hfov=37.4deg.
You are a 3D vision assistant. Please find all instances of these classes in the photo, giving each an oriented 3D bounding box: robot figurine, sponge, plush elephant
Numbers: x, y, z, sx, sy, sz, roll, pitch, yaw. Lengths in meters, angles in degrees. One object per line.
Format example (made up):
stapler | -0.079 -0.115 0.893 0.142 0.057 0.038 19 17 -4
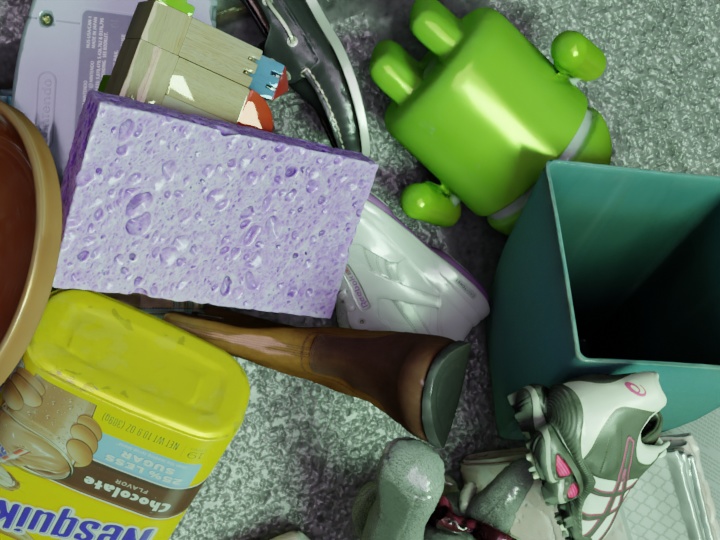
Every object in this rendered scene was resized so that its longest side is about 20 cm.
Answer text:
robot figurine | 0.098 -0.107 0.772 0.200 0.116 0.175 41 107 -14
sponge | -0.086 -0.034 0.655 0.199 0.030 0.112 9 108 -37
plush elephant | 0.073 0.197 0.749 0.164 0.155 0.201 38 127 10

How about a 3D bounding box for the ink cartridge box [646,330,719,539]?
ink cartridge box | 0.251 0.154 0.799 0.050 0.109 0.202 -5 113 -31

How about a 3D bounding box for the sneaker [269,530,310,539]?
sneaker | -0.029 0.285 0.790 0.104 0.075 0.201 -31 96 -4

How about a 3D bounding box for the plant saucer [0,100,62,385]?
plant saucer | -0.247 -0.006 0.628 0.032 0.199 0.202 23 88 -55

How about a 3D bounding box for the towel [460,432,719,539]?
towel | 0.180 0.226 0.793 0.032 0.190 0.202 -22 97 -53

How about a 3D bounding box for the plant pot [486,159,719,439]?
plant pot | 0.165 0.043 0.747 0.140 0.200 0.142 5 60 -14

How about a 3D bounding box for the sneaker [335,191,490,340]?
sneaker | 0.000 0.000 0.778 0.200 0.075 0.100 38 89 -11

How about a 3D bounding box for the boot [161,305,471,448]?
boot | -0.031 0.049 0.690 0.198 0.188 0.069 16 94 5

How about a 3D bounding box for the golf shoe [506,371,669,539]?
golf shoe | 0.155 0.123 0.672 0.087 0.200 0.078 -21 61 7

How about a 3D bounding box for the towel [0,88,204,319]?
towel | -0.183 -0.027 0.761 0.145 0.022 0.202 0 94 -12

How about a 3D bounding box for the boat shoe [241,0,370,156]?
boat shoe | -0.050 -0.167 0.756 0.060 0.074 0.201 -23 96 -10

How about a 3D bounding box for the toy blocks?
toy blocks | -0.104 -0.076 0.692 0.136 0.100 0.201 20 92 -26

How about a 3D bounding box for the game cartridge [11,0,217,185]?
game cartridge | -0.170 -0.105 0.729 0.132 0.042 0.202 5 95 -10

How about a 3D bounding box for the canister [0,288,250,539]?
canister | -0.171 0.118 0.685 0.148 0.087 0.200 25 128 -11
